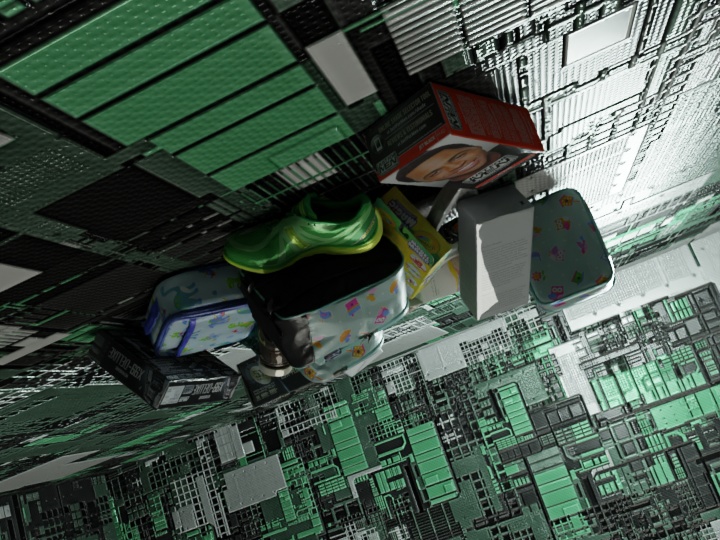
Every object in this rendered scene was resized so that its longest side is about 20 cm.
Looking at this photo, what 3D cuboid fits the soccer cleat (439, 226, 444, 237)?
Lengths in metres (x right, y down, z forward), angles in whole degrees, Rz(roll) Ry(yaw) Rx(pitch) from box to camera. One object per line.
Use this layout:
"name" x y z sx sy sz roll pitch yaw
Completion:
"soccer cleat" 0.064 0.001 1.082 0.201 0.067 0.081 -54 155 -4

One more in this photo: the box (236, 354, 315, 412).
"box" -0.123 0.183 1.286 0.198 0.087 0.164 -23 170 -12

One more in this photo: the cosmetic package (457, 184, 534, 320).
"cosmetic package" 0.216 -0.026 1.112 0.100 0.072 0.202 -17 130 -11

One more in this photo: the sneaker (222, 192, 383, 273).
"sneaker" -0.073 -0.055 0.835 0.197 0.075 0.084 -13 133 0

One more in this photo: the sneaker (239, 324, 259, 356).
"sneaker" -0.193 0.125 1.310 0.077 0.081 0.199 -25 165 23

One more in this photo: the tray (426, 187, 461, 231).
"tray" 0.116 -0.092 0.947 0.108 0.022 0.200 -57 175 -15

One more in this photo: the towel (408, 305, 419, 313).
"towel" 0.052 0.085 1.354 0.199 0.035 0.133 -34 -174 23

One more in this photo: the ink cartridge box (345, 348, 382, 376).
"ink cartridge box" -0.053 0.060 1.052 0.066 0.201 0.116 -37 167 -2

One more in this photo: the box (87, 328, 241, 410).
"box" -0.308 0.153 1.100 0.050 0.157 0.200 -63 158 6

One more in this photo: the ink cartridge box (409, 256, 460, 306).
"ink cartridge box" 0.136 0.003 1.247 0.197 0.068 0.117 -17 -166 -16

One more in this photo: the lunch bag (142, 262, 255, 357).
"lunch bag" -0.230 0.062 1.008 0.159 0.083 0.200 -10 162 -28

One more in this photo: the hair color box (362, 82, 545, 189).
"hair color box" 0.107 -0.139 0.748 0.101 0.062 0.199 -30 163 39

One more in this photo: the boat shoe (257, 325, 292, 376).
"boat shoe" -0.128 0.076 1.069 0.071 0.201 0.060 3 124 -5

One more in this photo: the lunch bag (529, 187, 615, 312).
"lunch bag" 0.350 -0.036 1.224 0.159 0.202 0.077 -25 155 20

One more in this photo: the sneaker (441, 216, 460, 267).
"sneaker" 0.142 -0.051 1.159 0.198 0.075 0.080 -19 147 -6

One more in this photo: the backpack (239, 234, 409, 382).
"backpack" -0.035 0.036 0.902 0.199 0.155 0.175 -30 -146 -18

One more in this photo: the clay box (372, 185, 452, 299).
"clay box" 0.062 -0.037 0.953 0.047 0.115 0.200 -40 171 -14
